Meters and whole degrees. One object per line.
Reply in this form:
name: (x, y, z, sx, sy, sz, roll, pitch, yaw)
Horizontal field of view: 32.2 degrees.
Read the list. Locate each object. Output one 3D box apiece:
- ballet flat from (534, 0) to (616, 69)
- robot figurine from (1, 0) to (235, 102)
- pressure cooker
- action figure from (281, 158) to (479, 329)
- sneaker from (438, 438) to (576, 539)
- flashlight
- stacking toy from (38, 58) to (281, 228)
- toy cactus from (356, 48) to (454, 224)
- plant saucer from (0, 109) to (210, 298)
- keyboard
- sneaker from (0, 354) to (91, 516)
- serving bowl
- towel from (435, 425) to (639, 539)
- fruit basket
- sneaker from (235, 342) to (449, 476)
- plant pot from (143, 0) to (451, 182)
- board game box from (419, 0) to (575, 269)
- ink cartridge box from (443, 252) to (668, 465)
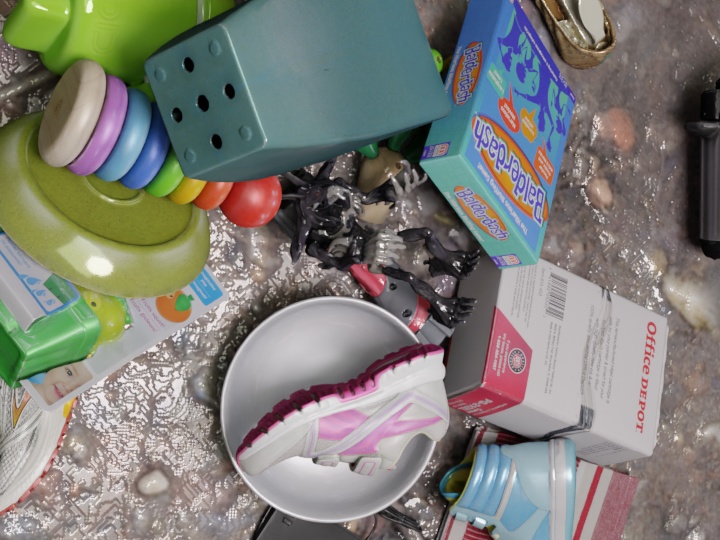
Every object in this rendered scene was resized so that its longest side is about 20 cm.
ballet flat: (0.189, -0.285, 1.198, 0.070, 0.065, 0.201, -41, 107, -14)
robot figurine: (-0.188, -0.211, 1.016, 0.197, 0.115, 0.179, 1, 71, -34)
pressure cooker: (0.422, -0.111, 1.248, 0.175, 0.176, 0.204, -4, 96, -52)
action figure: (0.016, -0.036, 1.066, 0.198, 0.102, 0.120, 30, 56, -19)
sneaker: (0.138, 0.244, 1.198, 0.128, 0.080, 0.203, 3, 116, 7)
flashlight: (0.000, 0.000, 1.142, 0.200, 0.068, 0.068, 43, 87, -19)
stacking toy: (-0.150, -0.089, 0.991, 0.198, 0.085, 0.087, 24, 85, -32)
toy cactus: (0.026, -0.128, 1.135, 0.198, 0.102, 0.167, -2, 120, -46)
plant saucer: (-0.204, -0.065, 1.001, 0.198, 0.202, 0.031, 22, 129, -22)
keyboard: (-0.003, 0.266, 1.184, 0.199, 0.021, 0.128, 36, 86, -21)
sneaker: (-0.280, 0.108, 1.039, 0.081, 0.078, 0.203, 23, 76, -17)
serving bowl: (-0.027, 0.120, 1.127, 0.196, 0.066, 0.204, 0, 96, -3)
towel: (0.176, 0.250, 1.254, 0.197, 0.023, 0.146, 20, 88, -20)
fruit basket: (-0.227, -0.008, 0.999, 0.199, 0.094, 0.186, -34, 80, -33)
sneaker: (-0.009, 0.137, 1.057, 0.197, 0.081, 0.089, -22, 96, 0)
plant pot: (-0.057, -0.147, 0.949, 0.199, 0.140, 0.143, -27, 99, -50)
board game box: (0.129, -0.128, 1.127, 0.152, 0.044, 0.202, 48, 48, -39)
ink cartridge box: (0.187, 0.084, 1.190, 0.198, 0.084, 0.147, 23, 64, -21)
